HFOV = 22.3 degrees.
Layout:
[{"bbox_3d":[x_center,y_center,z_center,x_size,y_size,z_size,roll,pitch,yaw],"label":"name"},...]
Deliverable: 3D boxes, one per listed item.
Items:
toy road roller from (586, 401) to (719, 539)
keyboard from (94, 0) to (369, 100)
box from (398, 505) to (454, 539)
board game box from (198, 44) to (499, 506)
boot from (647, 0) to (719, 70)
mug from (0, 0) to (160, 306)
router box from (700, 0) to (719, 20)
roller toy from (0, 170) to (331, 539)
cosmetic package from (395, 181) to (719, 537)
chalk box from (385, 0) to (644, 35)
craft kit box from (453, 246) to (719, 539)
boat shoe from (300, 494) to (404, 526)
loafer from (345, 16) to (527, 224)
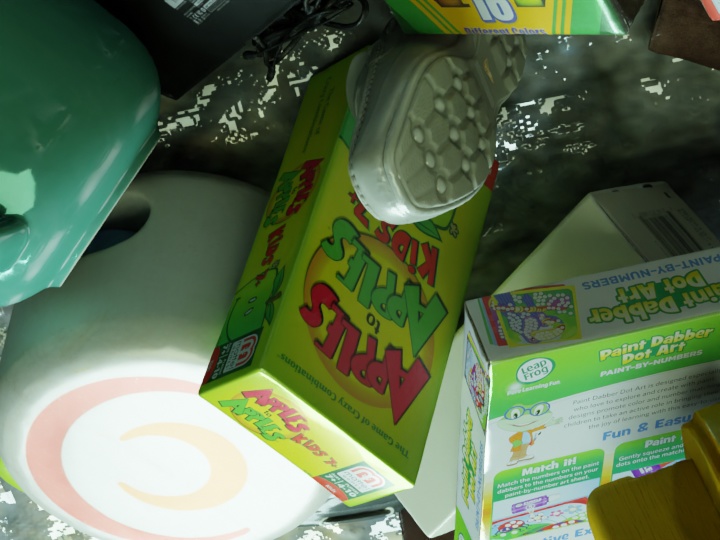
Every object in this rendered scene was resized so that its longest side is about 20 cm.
[{"bbox_3d":[0.192,0.142,0.880,0.145,0.123,0.201,-19,138,0],"label":"toy road roller"},{"bbox_3d":[-0.063,-0.135,0.846,0.104,0.040,0.200,35,153,-18],"label":"keyboard"},{"bbox_3d":[0.128,0.156,1.066,0.198,0.101,0.075,-18,138,11],"label":"box"},{"bbox_3d":[0.000,0.000,0.888,0.047,0.201,0.101,-23,128,42],"label":"board game box"},{"bbox_3d":[0.227,-0.101,0.924,0.165,0.073,0.201,11,127,4],"label":"boot"},{"bbox_3d":[-0.170,-0.048,0.844,0.114,0.186,0.152,34,151,-8],"label":"mug"},{"bbox_3d":[0.167,-0.235,0.735,0.049,0.201,0.180,3,139,45],"label":"router box"},{"bbox_3d":[-0.091,0.046,0.956,0.198,0.141,0.183,8,136,-5],"label":"roller toy"},{"bbox_3d":[0.100,0.047,0.980,0.073,0.103,0.200,50,120,18],"label":"cosmetic package"},{"bbox_3d":[0.047,-0.209,0.746,0.123,0.125,0.200,6,143,40],"label":"chalk box"},{"bbox_3d":[0.147,0.076,0.916,0.198,0.049,0.198,-11,140,-10],"label":"craft kit box"},{"bbox_3d":[-0.064,0.126,1.063,0.198,0.069,0.057,-6,129,0],"label":"boat shoe"},{"bbox_3d":[0.026,-0.076,0.837,0.069,0.200,0.070,-14,111,23],"label":"loafer"}]
